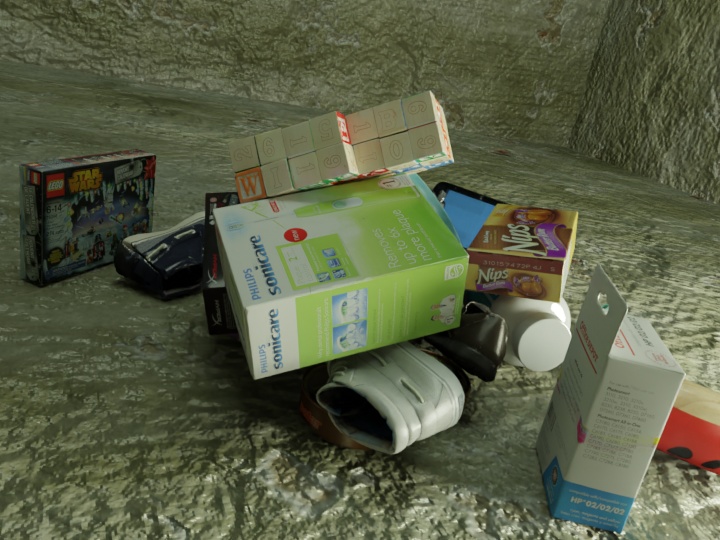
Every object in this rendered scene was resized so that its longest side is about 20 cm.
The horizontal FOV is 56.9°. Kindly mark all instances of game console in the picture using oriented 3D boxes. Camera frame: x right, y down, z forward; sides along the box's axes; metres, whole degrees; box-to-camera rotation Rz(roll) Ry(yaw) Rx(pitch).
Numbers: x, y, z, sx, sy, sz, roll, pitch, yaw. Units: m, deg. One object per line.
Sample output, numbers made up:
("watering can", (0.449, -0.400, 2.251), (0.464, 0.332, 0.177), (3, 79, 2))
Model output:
("game console", (0.169, -0.069, 1.170), (0.198, 0.121, 0.170), (23, 22, 29))

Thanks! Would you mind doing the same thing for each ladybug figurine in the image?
("ladybug figurine", (0.331, 0.156, 0.686), (0.197, 0.073, 0.136), (24, -6, -7))

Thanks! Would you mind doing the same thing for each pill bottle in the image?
("pill bottle", (0.205, 0.052, 0.876), (0.108, 0.113, 0.201), (8, 21, -11))

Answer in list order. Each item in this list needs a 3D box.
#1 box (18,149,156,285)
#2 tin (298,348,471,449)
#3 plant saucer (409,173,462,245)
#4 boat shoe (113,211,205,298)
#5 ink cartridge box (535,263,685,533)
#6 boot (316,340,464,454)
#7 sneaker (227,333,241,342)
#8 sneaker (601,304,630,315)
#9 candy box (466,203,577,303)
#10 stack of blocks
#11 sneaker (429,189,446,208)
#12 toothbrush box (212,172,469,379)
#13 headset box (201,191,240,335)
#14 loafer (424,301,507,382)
("box", (-0.343, -0.075, 0.853), (0.039, 0.140, 0.200), (15, 20, 18))
("tin", (0.026, 0.126, 0.681), (0.197, 0.043, 0.112), (-5, 30, -38))
("plant saucer", (0.060, -0.061, 0.806), (0.199, 0.027, 0.202), (39, 31, -28))
("boat shoe", (-0.221, -0.018, 0.889), (0.092, 0.076, 0.199), (29, 33, 23))
("ink cartridge box", (0.222, 0.110, 0.595), (0.066, 0.204, 0.115), (13, 20, 3))
("boot", (-0.007, 0.090, 0.603), (0.095, 0.075, 0.198), (-15, 30, -41))
("sneaker", (-0.074, 0.046, 0.802), (0.113, 0.074, 0.199), (26, 35, 27))
("sneaker", (0.344, 0.085, 0.897), (0.077, 0.093, 0.199), (24, 23, 29))
("candy box", (0.210, -0.028, 0.849), (0.114, 0.058, 0.200), (8, 22, 20))
("stack of blocks", (-0.015, -0.116, 0.656), (0.196, 0.060, 0.115), (-13, 0, 15))
("sneaker", (0.061, -0.066, 0.991), (0.078, 0.141, 0.199), (43, -29, -19))
("toothbrush box", (-0.022, -0.003, 0.608), (0.196, 0.087, 0.146), (-13, 41, -14))
("headset box", (-0.072, -0.015, 0.737), (0.196, 0.078, 0.151), (-3, 47, -7))
("loafer", (0.128, 0.075, 0.752), (0.073, 0.072, 0.200), (36, -2, -6))
